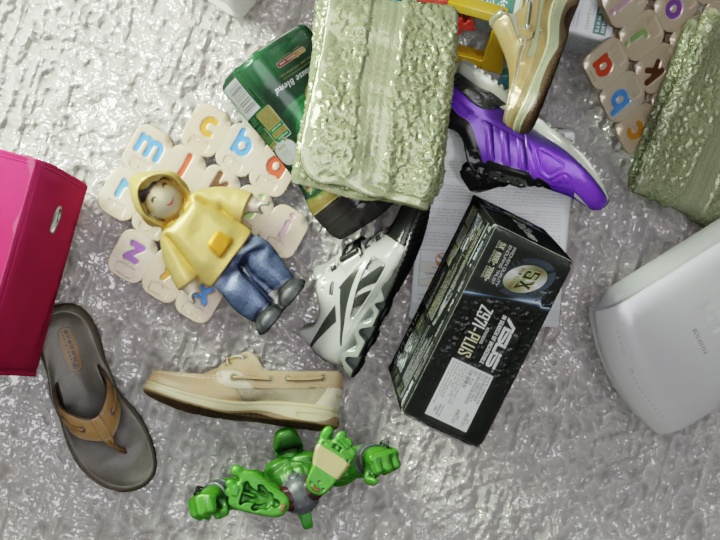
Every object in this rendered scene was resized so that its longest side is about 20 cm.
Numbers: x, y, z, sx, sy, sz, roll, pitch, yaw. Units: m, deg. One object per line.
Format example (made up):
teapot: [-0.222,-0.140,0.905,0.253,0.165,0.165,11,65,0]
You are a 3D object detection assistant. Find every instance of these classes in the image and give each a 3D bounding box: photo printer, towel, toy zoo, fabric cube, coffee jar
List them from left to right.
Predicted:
fabric cube: [-0.392,-0.021,1.575,0.198,0.196,0.201,15,86,5]
coffee jar: [-0.040,-0.135,1.654,0.104,0.085,0.201,-38,93,-34]
towel: [0.018,-0.165,1.588,0.147,0.036,0.202,9,82,-5]
toy zoo: [0.064,-0.222,1.668,0.198,0.021,0.132,14,131,-3]
photo printer: [0.336,0.057,1.683,0.199,0.069,0.167,-30,105,-4]
towel: [0.357,-0.149,1.691,0.147,0.036,0.202,23,91,-27]

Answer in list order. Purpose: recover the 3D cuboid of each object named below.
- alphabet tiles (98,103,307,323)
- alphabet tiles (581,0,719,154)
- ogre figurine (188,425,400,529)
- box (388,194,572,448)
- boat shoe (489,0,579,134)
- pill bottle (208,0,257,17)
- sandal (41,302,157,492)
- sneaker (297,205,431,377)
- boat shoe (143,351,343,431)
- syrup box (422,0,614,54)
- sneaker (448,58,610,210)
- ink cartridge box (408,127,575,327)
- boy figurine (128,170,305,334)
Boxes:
alphabet tiles: [-0.158,-0.058,1.687,0.199,0.015,0.197,30,87,-2]
alphabet tiles: [0.313,-0.219,1.683,0.195,0.015,0.201,-39,117,-14]
ogre figurine: [-0.066,0.206,1.640,0.199,0.120,0.099,-34,86,-6]
box: [0.111,0.046,1.613,0.085,0.164,0.201,25,99,-8]
boat shoe: [0.157,-0.223,1.598,0.075,0.072,0.201,19,62,0]
pill bottle: [-0.100,-0.361,1.656,0.114,0.114,0.201,39,86,-2]
sandal: [-0.266,0.127,1.660,0.081,0.055,0.202,-20,90,-4]
sneaker: [0.000,0.000,1.660,0.088,0.074,0.201,30,102,10]
boat shoe: [-0.116,0.116,1.669,0.198,0.071,0.065,9,78,-9]
syrup box: [0.159,-0.282,1.688,0.198,0.081,0.080,13,86,-5]
sneaker: [0.149,-0.108,1.642,0.200,0.070,0.100,39,93,2]
ink cartridge box: [0.133,-0.049,1.706,0.160,0.050,0.202,3,101,-4]
boy figurine: [-0.143,-0.033,1.642,0.200,0.064,0.124,44,89,-5]
